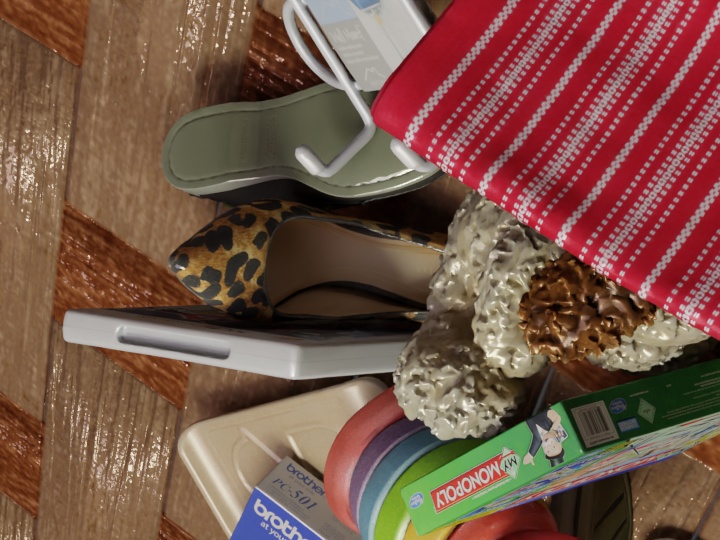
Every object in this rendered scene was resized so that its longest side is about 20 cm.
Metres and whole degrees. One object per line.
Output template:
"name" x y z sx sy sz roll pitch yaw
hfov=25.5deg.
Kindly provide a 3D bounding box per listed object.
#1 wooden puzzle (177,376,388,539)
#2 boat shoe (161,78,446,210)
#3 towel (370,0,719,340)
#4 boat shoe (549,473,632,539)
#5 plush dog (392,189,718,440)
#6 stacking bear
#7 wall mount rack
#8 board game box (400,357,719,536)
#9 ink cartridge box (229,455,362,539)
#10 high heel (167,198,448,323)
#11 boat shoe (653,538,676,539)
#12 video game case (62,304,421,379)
"wooden puzzle" -0.015 0.167 1.129 0.199 0.046 0.186 -20 105 41
"boat shoe" -0.024 -0.071 0.962 0.200 0.061 0.072 1 75 31
"towel" 0.118 -0.075 0.704 0.200 0.145 0.023 34 169 24
"boat shoe" 0.128 0.193 1.002 0.068 0.075 0.201 16 125 30
"plush dog" 0.123 -0.006 0.780 0.171 0.199 0.161 6 107 56
"stacking bear" 0.069 0.157 0.928 0.200 0.113 0.122 39 129 54
"wall mount rack" -0.026 -0.130 0.823 0.174 0.075 0.200 55 159 -18
"board game box" 0.136 0.085 0.835 0.134 0.199 0.029 -39 68 47
"ink cartridge box" 0.002 0.225 1.091 0.200 0.044 0.094 36 130 12
"high heel" 0.000 0.000 0.903 0.142 0.199 0.072 8 94 39
"boat shoe" 0.224 0.258 0.970 0.072 0.068 0.201 -25 100 46
"video game case" -0.046 0.039 0.962 0.181 0.200 0.023 6 93 37
